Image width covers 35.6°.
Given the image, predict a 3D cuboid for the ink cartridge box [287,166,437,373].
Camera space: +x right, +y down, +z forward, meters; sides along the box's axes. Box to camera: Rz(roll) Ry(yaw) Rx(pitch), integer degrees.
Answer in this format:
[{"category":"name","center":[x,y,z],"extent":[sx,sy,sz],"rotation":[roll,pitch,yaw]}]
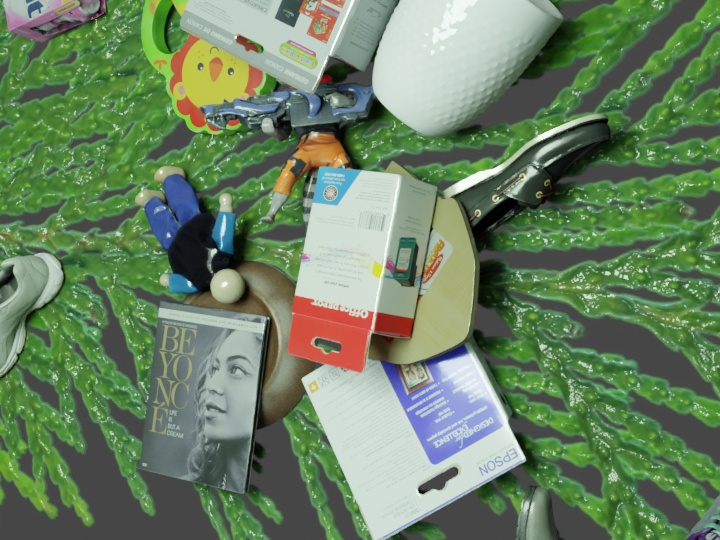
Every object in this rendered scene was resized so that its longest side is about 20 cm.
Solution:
[{"category":"ink cartridge box","center":[0.000,0.000,1.164],"extent":[0.116,0.067,0.202],"rotation":[10,89,41]}]

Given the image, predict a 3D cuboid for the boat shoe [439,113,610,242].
[{"category":"boat shoe","center":[0.173,-0.092,1.149],"extent":[0.201,0.074,0.063],"rotation":[-31,72,26]}]

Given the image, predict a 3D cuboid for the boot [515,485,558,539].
[{"category":"boot","center":[0.224,0.310,1.103],"extent":[0.130,0.068,0.202],"rotation":[-4,91,21]}]

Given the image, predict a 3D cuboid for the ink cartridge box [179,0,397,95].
[{"category":"ink cartridge box","center":[-0.072,-0.297,1.201],"extent":[0.199,0.084,0.176],"rotation":[31,101,25]}]

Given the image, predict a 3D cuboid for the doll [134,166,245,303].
[{"category":"doll","center":[-0.192,-0.039,1.311],"extent":[0.137,0.048,0.200],"rotation":[-47,56,16]}]

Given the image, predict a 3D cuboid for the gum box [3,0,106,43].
[{"category":"gum box","center":[-0.408,-0.404,1.457],"extent":[0.113,0.066,0.201],"rotation":[-17,79,25]}]

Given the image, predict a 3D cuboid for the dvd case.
[{"category":"dvd case","center":[-0.181,0.143,1.292],"extent":[0.148,0.016,0.202],"rotation":[7,89,26]}]

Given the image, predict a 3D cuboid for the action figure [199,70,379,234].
[{"category":"action figure","center":[-0.077,-0.145,1.261],"extent":[0.198,0.105,0.195],"rotation":[1,80,1]}]

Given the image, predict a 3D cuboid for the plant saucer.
[{"category":"plant saucer","center":[-0.146,0.087,1.309],"extent":[0.199,0.037,0.202],"rotation":[-2,85,25]}]

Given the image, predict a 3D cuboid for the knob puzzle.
[{"category":"knob puzzle","center":[0.055,0.011,1.180],"extent":[0.219,0.030,0.221],"rotation":[-8,77,38]}]

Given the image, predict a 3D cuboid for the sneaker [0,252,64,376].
[{"category":"sneaker","center":[-0.469,0.058,1.435],"extent":[0.076,0.092,0.201],"rotation":[38,102,24]}]

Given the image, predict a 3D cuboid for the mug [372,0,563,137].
[{"category":"mug","center":[0.090,-0.249,1.176],"extent":[0.176,0.147,0.200],"rotation":[-52,37,22]}]

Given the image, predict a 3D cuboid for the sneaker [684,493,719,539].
[{"category":"sneaker","center":[0.351,0.231,1.027],"extent":[0.074,0.087,0.201],"rotation":[36,101,24]}]

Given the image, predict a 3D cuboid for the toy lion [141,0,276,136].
[{"category":"toy lion","center":[-0.184,-0.264,1.348],"extent":[0.199,0.069,0.193],"rotation":[21,102,26]}]

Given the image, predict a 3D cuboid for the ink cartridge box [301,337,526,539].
[{"category":"ink cartridge box","center":[0.057,0.158,1.199],"extent":[0.198,0.043,0.201],"rotation":[-32,70,19]}]
